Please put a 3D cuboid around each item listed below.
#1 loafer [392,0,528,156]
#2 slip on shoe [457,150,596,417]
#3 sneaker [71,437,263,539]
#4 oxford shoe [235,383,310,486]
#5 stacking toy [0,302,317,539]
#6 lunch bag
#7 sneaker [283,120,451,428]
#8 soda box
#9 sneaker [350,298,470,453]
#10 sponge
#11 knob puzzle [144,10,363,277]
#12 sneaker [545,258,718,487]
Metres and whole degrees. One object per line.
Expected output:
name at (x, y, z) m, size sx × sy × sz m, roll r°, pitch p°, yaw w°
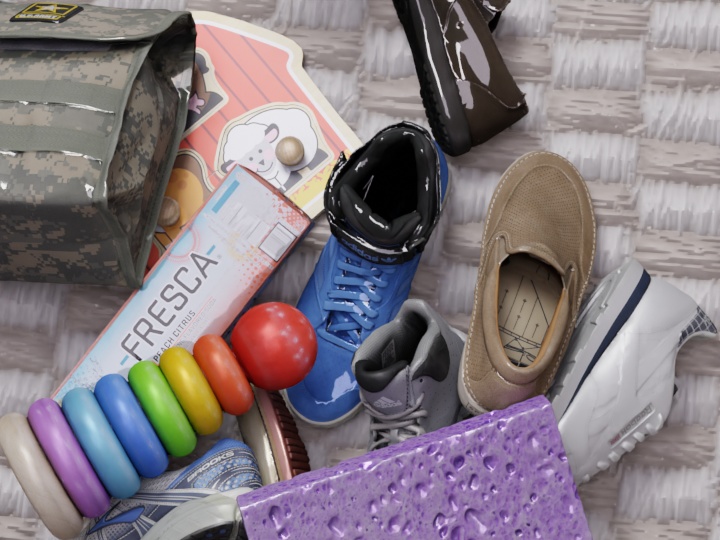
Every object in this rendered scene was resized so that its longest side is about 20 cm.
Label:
loafer at (0.062, -0.175, 1.522) m, size 0.071 × 0.073 × 0.201 m, roll -13°, pitch 83°, yaw -7°
slip on shoe at (0.107, 0.001, 1.450) m, size 0.076 × 0.061 × 0.200 m, roll 20°, pitch 57°, yaw 0°
sneaker at (-0.134, 0.167, 1.455) m, size 0.200 × 0.077 × 0.085 m, roll -26°, pitch 48°, yaw 26°
oxford shoe at (-0.065, 0.159, 1.463) m, size 0.074 × 0.071 × 0.201 m, roll -14°, pitch 76°, yaw 10°
stacking toy at (-0.117, 0.081, 1.410) m, size 0.200 × 0.085 × 0.085 m, roll -30°, pitch 78°, yaw -5°
lunch bag at (-0.203, -0.098, 1.471) m, size 0.164 × 0.118 × 0.200 m, roll 3°, pitch 55°, yaw 13°
sneaker at (-0.001, -0.001, 1.465) m, size 0.077 × 0.111 × 0.200 m, roll 25°, pitch 82°, yaw 11°
soda box at (-0.114, 0.027, 1.479) m, size 0.064 × 0.068 × 0.200 m, roll 39°, pitch 91°, yaw 1°
sneaker at (0.017, 0.109, 1.421) m, size 0.075 × 0.116 × 0.200 m, roll 1°, pitch 64°, yaw 22°
sponge at (0.036, 0.157, 1.381) m, size 0.200 × 0.030 × 0.112 m, roll -18°, pitch 101°, yaw -7°
knob puzzle at (-0.118, -0.090, 1.536) m, size 0.219 × 0.030 × 0.220 m, roll -1°, pitch 79°, yaw 5°
sneaker at (0.148, 0.092, 1.451) m, size 0.080 × 0.076 × 0.200 m, roll 35°, pitch 80°, yaw -10°
